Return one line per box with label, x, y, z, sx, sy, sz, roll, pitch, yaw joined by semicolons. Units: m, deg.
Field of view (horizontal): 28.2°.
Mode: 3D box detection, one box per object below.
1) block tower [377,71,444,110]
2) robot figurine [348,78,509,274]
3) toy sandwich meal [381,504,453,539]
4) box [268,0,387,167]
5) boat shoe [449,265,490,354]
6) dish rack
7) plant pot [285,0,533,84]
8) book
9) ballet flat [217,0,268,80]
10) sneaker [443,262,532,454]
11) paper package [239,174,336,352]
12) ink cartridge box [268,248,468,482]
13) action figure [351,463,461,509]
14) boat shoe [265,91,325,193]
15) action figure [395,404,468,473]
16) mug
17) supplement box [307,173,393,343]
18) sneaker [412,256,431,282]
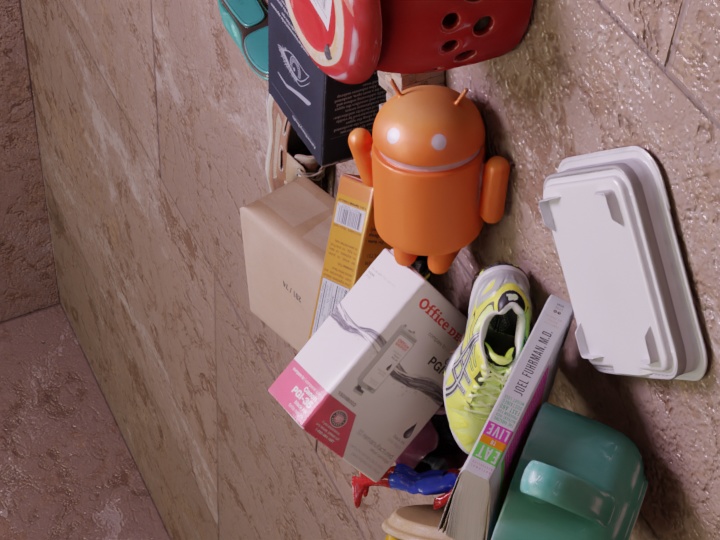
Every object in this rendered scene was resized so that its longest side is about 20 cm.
block tower;0.053;-0.179;1.479;0.058;0.053;0.202;48;149;49
robot figurine;0.066;-0.097;1.422;0.144;0.115;0.202;48;148;47
toy sandwich meal;0.108;0.300;1.539;0.205;0.202;0.071;-174;88;-68
box;-0.027;-0.242;1.560;0.149;0.103;0.201;55;154;37
boat shoe;0.130;0.095;1.481;0.072;0.071;0.202;40;142;54
dish rack;0.216;0.001;1.226;0.171;0.043;0.203;-2;105;69
plant pot;0.032;-0.269;1.284;0.201;0.180;0.202;55;156;40
book;0.139;0.138;1.304;0.048;0.201;0.134;23;146;13
ballet flat;-0.127;-0.293;1.844;0.071;0.067;0.201;74;169;-51
sneaker;0.123;0.096;1.414;0.077;0.074;0.203;-85;2;-69
paper package;-0.048;0.014;1.774;0.199;0.103;0.192;38;144;35
ink cartridge box;0.022;0.101;1.520;0.146;0.201;0.083;41;179;-41
action figure;0.093;0.231;1.554;0.065;0.197;0.052;-15;-84;-75
boat shoe;-0.078;-0.143;1.820;0.072;0.075;0.202;39;144;51
action figure;0.048;0.154;1.654;0.200;0.133;0.150;49;149;40
mug;0.189;0.216;1.286;0.113;0.185;0.154;20;114;11
supplement box;0.000;0.000;1.570;0.068;0.066;0.203;26;107;48
sneaker;0.043;0.024;1.610;0.084;0.074;0.203;157;108;-63
